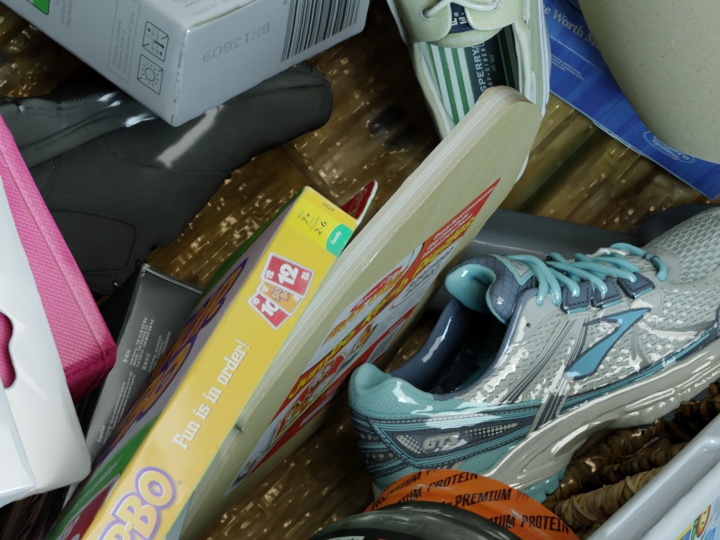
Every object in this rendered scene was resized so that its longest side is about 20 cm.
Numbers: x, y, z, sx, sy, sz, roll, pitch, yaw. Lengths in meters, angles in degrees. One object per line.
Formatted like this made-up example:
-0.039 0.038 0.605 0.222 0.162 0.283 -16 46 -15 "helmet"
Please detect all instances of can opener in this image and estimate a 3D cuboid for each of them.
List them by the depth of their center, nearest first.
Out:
0.096 0.000 1.203 0.200 0.053 0.066 7 39 -24 "can opener"

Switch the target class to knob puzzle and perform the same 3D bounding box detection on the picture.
0.000 0.000 1.046 0.030 0.220 0.220 40 63 9 "knob puzzle"

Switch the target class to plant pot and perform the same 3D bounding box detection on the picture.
0.169 -0.116 1.140 0.200 0.200 0.135 -5 112 -25 "plant pot"

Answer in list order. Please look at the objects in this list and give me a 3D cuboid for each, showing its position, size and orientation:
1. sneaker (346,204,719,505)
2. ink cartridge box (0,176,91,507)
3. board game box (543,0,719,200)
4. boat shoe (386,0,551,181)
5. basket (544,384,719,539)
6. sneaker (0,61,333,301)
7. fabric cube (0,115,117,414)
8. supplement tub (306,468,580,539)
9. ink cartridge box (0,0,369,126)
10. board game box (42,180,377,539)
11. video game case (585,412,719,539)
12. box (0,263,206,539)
0.081 0.024 1.113 0.200 0.078 0.086 -37 114 -21 "sneaker"
-0.175 0.031 0.838 0.200 0.067 0.116 -16 83 -27 "ink cartridge box"
0.122 -0.167 1.249 0.200 0.043 0.199 33 64 -8 "board game box"
0.043 -0.115 1.128 0.072 0.200 0.062 -11 46 11 "boat shoe"
0.167 0.066 1.123 0.149 0.200 0.143 28 67 -14 "basket"
-0.097 -0.035 1.114 0.200 0.076 0.091 -16 101 -29 "sneaker"
-0.235 0.004 0.964 0.199 0.196 0.200 -27 88 -28 "fabric cube"
0.001 0.165 0.950 0.123 0.123 0.200 45 48 -7 "supplement tub"
-0.102 -0.142 1.118 0.200 0.050 0.109 35 45 27 "ink cartridge box"
-0.063 0.055 0.903 0.030 0.096 0.200 37 65 -7 "board game box"
0.087 0.160 0.949 0.182 0.023 0.200 -33 136 -56 "video game case"
-0.109 0.114 1.010 0.044 0.160 0.200 23 69 -13 "box"
